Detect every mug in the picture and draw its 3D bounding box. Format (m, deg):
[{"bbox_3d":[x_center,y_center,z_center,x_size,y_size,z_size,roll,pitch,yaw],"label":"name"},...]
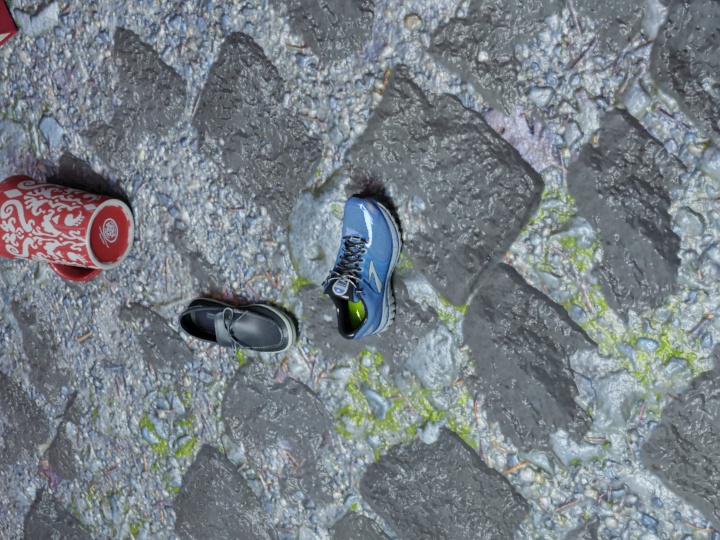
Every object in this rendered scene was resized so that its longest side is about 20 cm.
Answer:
[{"bbox_3d":[-0.445,-0.063,1.917,0.200,0.178,0.134,9,77,30],"label":"mug"}]

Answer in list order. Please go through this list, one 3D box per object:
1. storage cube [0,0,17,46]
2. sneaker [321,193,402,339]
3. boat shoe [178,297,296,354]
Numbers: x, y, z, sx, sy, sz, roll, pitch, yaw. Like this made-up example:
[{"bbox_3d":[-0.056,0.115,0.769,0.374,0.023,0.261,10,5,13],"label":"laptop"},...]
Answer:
[{"bbox_3d":[-0.669,-0.396,1.899,0.200,0.171,0.180,-22,93,41],"label":"storage cube"},{"bbox_3d":[0.000,0.000,1.598,0.079,0.089,0.200,12,114,33],"label":"sneaker"},{"bbox_3d":[-0.179,0.083,1.789,0.200,0.062,0.075,11,112,33],"label":"boat shoe"}]
